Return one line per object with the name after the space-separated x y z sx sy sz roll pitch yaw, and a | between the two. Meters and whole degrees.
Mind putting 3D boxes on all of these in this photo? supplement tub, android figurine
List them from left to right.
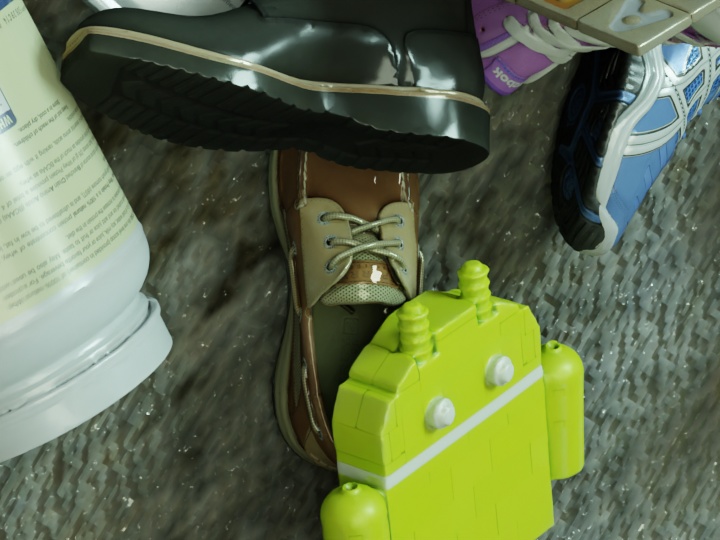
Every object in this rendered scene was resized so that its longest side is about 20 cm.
-0.181 -0.027 1.074 0.145 0.145 0.200 -29 104 -10 | supplement tub
0.044 0.093 1.165 0.182 0.041 0.200 -30 127 -42 | android figurine

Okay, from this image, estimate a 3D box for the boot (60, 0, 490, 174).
-0.036 -0.126 1.102 0.200 0.077 0.138 11 71 -30 | boot

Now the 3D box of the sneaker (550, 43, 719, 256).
0.152 -0.098 1.193 0.077 0.076 0.200 21 91 -17 | sneaker

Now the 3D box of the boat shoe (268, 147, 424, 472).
0.000 0.000 1.166 0.076 0.074 0.200 -3 99 -15 | boat shoe

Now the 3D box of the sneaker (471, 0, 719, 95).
0.113 -0.115 1.126 0.073 0.200 0.114 26 100 -38 | sneaker

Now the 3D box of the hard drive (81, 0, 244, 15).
-0.056 -0.194 1.147 0.132 0.026 0.200 41 86 -17 | hard drive

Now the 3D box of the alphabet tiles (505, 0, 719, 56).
0.099 -0.161 1.074 0.167 0.200 0.008 -33 135 -33 | alphabet tiles
